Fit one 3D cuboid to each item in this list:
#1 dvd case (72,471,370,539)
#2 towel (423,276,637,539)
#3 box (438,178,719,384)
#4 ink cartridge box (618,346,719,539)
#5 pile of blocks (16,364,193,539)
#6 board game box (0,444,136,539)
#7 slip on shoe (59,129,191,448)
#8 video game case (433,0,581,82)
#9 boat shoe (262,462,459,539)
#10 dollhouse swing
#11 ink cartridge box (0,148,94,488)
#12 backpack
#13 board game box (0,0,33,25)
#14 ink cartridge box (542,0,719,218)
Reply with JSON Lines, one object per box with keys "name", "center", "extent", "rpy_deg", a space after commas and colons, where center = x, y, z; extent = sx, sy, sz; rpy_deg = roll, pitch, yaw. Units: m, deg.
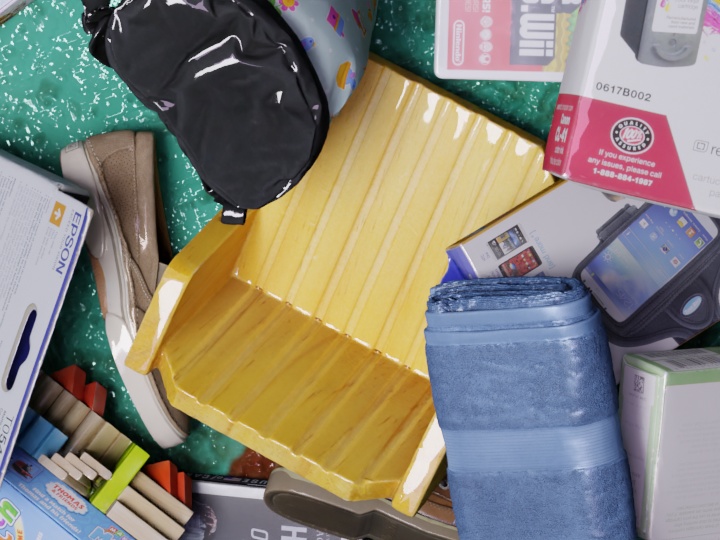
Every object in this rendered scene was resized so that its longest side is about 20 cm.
{"name": "dvd case", "center": [-0.093, 0.206, 1.759], "extent": [0.199, 0.025, 0.151], "rpy_deg": [4, 100, 16]}
{"name": "towel", "center": [0.101, 0.103, 1.552], "extent": [0.111, 0.048, 0.201], "rpy_deg": [-2, 105, 32]}
{"name": "box", "center": [0.144, 0.000, 1.601], "extent": [0.199, 0.041, 0.119], "rpy_deg": [-31, 93, -15]}
{"name": "ink cartridge box", "center": [0.212, 0.147, 1.607], "extent": [0.048, 0.145, 0.201], "rpy_deg": [21, 110, 53]}
{"name": "pile of blocks", "center": [-0.177, 0.100, 1.721], "extent": [0.200, 0.082, 0.062], "rpy_deg": [36, 84, 18]}
{"name": "board game box", "center": [-0.180, 0.221, 1.732], "extent": [0.200, 0.037, 0.152], "rpy_deg": [36, 128, 15]}
{"name": "slip on shoe", "center": [-0.132, 0.010, 1.718], "extent": [0.060, 0.076, 0.201], "rpy_deg": [-16, 89, 3]}
{"name": "video game case", "center": [0.143, -0.176, 1.534], "extent": [0.199, 0.017, 0.144], "rpy_deg": [1, 101, -2]}
{"name": "boat shoe", "center": [0.043, 0.140, 1.684], "extent": [0.199, 0.072, 0.068], "rpy_deg": [22, 64, -7]}
{"name": "dollhouse swing", "center": [0.000, 0.000, 1.633], "extent": [0.199, 0.182, 0.176], "rpy_deg": [28, 125, 10]}
{"name": "ink cartridge box", "center": [-0.234, 0.028, 1.695], "extent": [0.200, 0.040, 0.201], "rpy_deg": [27, 99, 48]}
{"name": "backpack", "center": [-0.065, -0.145, 1.607], "extent": [0.126, 0.200, 0.167], "rpy_deg": [-24, 112, 19]}
{"name": "board game box", "center": [-0.219, -0.282, 1.705], "extent": [0.199, 0.041, 0.200], "rpy_deg": [-33, 89, 17]}
{"name": "ink cartridge box", "center": [0.193, -0.132, 1.482], "extent": [0.147, 0.086, 0.201], "rpy_deg": [12, 96, -3]}
